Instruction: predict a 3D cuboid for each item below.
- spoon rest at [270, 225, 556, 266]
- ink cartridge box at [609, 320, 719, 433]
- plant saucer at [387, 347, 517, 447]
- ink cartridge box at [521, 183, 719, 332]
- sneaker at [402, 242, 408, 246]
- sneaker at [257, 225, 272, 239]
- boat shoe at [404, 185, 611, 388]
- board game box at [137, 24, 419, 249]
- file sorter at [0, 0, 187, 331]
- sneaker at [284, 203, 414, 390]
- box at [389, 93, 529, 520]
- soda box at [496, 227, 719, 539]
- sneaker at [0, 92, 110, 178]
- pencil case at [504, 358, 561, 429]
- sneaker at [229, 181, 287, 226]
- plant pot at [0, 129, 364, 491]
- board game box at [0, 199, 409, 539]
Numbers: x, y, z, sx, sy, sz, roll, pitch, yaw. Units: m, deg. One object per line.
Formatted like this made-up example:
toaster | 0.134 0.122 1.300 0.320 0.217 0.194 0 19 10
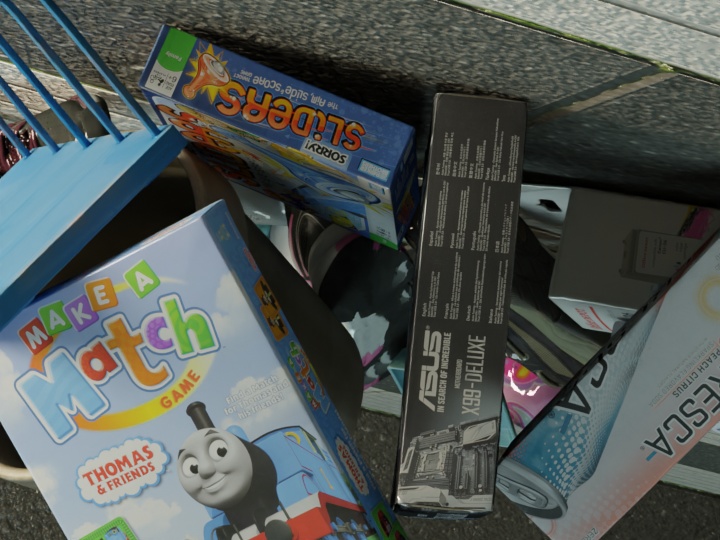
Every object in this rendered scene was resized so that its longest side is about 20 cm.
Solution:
spoon rest | 0.036 0.000 1.420 0.199 0.100 0.061 16 -145 0
ink cartridge box | 0.240 0.075 1.251 0.119 0.042 0.200 6 165 40
plant saucer | 0.065 0.085 1.429 0.069 0.019 0.200 8 164 11
ink cartridge box | 0.179 0.003 1.240 0.199 0.068 0.116 10 172 18
sneaker | -0.025 0.023 1.551 0.067 0.090 0.200 -34 -153 -32
sneaker | -0.147 -0.041 1.484 0.198 0.078 0.086 3 170 2
boat shoe | 0.087 0.021 1.324 0.073 0.075 0.200 -32 127 30
board game box | -0.037 -0.065 1.141 0.135 0.035 0.200 23 174 6
file sorter | -0.209 -0.058 1.101 0.123 0.139 0.200 51 158 -18
sneaker | 0.000 0.000 1.343 0.080 0.087 0.200 -27 153 -8
box | 0.049 0.025 1.106 0.049 0.202 0.158 6 173 1
soda box | 0.159 0.055 1.132 0.068 0.200 0.064 43 -161 4
sneaker | -0.214 -0.056 1.306 0.115 0.076 0.200 -11 -179 -20
pencil case | 0.117 0.063 1.533 0.199 0.088 0.087 28 -178 34
sneaker | -0.116 -0.035 1.391 0.199 0.083 0.075 4 169 41
plant pot | -0.096 0.047 1.208 0.199 0.201 0.173 5 161 47
board game box | -0.084 0.087 1.055 0.151 0.201 0.037 -26 -173 22
